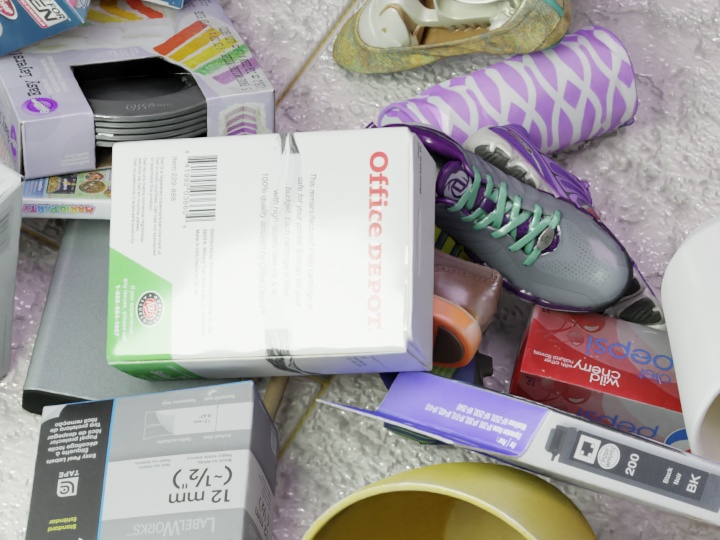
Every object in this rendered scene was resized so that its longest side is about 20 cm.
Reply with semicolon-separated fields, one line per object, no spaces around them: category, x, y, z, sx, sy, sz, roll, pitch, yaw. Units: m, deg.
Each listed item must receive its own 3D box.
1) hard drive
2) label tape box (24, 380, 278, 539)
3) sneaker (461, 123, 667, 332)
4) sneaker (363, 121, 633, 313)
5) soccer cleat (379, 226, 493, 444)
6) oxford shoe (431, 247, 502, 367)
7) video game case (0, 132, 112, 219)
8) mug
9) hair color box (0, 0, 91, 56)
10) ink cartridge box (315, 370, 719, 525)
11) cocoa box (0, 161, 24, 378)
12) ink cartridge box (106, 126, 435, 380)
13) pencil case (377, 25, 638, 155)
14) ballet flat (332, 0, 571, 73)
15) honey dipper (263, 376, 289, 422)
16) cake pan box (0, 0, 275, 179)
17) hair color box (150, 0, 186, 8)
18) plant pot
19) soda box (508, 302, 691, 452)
hard drive;-0.142;0.022;1.700;0.139;0.033;0.201;11;51;-2
label tape box;-0.130;0.172;1.538;0.142;0.066;0.201;-7;49;12
sneaker;0.151;-0.025;1.741;0.200;0.081;0.083;53;38;1
sneaker;0.085;-0.034;1.659;0.199;0.088;0.075;30;93;15
soccer cleat;0.041;0.028;1.707;0.083;0.065;0.201;4;53;-13
oxford shoe;0.000;0.000;1.673;0.199;0.071;0.073;22;57;18
video game case;-0.210;-0.076;1.730;0.199;0.018;0.143;1;30;-2
mug;0.271;0.052;1.629;0.149;0.187;0.154;-26;44;10
hair color box;-0.277;-0.193;1.752;0.199;0.061;0.100;-18;41;28
ink cartridge box;0.100;0.102;1.552;0.199;0.198;0.044;18;87;-26
cocoa box;-0.305;0.009;1.573;0.131;0.201;0.133;32;52;15
ink cartridge box;-0.054;-0.008;1.595;0.199;0.084;0.147;-2;78;14
pencil case;0.109;-0.117;1.827;0.199;0.084;0.085;-21;24;-27
ballet flat;0.056;-0.186;1.819;0.199;0.071;0.071;-2;44;31
honey dipper;-0.062;0.092;1.660;0.038;0.038;0.201;15;50;1
cake pan box;-0.170;-0.135;1.767;0.183;0.053;0.200;-9;33;-14
hair color box;-0.145;-0.272;1.866;0.099;0.061;0.200;17;33;7
plant pot;0.072;0.196;1.524;0.199;0.201;0.142;30;28;13
soda box;0.202;0.086;1.694;0.199;0.064;0.070;15;51;2
